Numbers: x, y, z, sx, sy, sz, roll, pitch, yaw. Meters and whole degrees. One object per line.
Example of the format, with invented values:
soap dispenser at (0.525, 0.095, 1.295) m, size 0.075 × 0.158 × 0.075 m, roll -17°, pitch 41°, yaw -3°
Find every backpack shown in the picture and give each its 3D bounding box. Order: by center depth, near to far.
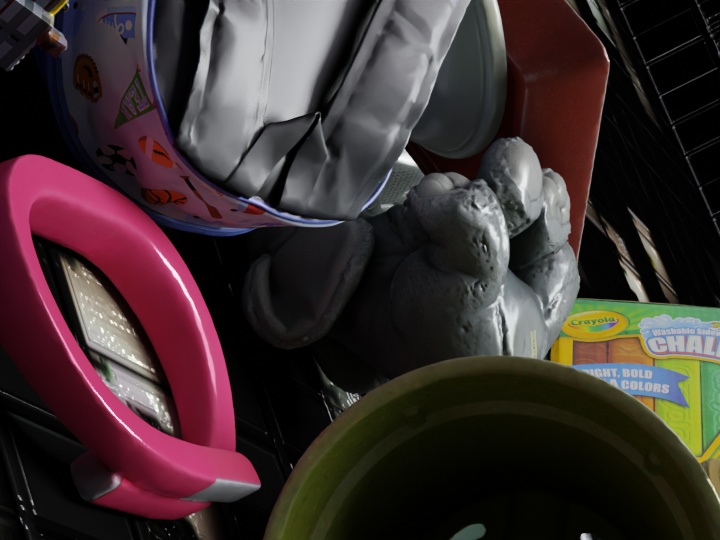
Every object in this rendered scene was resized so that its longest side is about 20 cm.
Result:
backpack at (-0.058, -0.112, 1.098) m, size 0.200 × 0.154 × 0.191 m, roll 22°, pitch 65°, yaw -37°

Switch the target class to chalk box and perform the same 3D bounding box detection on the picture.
chalk box at (0.173, 0.098, 1.507) m, size 0.200 × 0.125 × 0.124 m, roll -84°, pitch 175°, yaw -49°

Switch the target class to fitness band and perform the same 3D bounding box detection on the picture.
fitness band at (-0.099, 0.028, 0.995) m, size 0.144 × 0.037 × 0.200 m, roll 65°, pitch 12°, yaw 18°

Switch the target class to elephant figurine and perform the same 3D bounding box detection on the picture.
elephant figurine at (0.000, 0.000, 1.260) m, size 0.155 × 0.200 × 0.142 m, roll -55°, pitch 138°, yaw -46°

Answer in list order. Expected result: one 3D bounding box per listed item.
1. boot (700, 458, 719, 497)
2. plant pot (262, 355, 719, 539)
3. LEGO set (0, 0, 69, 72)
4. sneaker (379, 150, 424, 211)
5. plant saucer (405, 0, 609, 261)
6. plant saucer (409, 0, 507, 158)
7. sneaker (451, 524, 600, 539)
boot at (0.164, 0.191, 1.404) m, size 0.200 × 0.155 × 0.072 m, roll 61°, pitch 22°, yaw -44°
plant pot at (0.068, 0.152, 1.107) m, size 0.184 × 0.200 × 0.200 m, roll 56°, pitch 11°, yaw -75°
LEGO set at (-0.129, -0.177, 0.997) m, size 0.116 × 0.154 × 0.200 m, roll 37°, pitch 20°, yaw -26°
sneaker at (-0.011, -0.082, 1.446) m, size 0.200 × 0.070 × 0.080 m, roll 39°, pitch 24°, yaw -60°
plant saucer at (0.054, -0.105, 1.320) m, size 0.200 × 0.037 × 0.200 m, roll 54°, pitch -24°, yaw 32°
plant saucer at (0.003, -0.145, 1.279) m, size 0.200 × 0.050 × 0.200 m, roll 54°, pitch -23°, yaw 35°
sneaker at (0.104, 0.205, 1.243) m, size 0.200 × 0.118 × 0.074 m, roll 66°, pitch 12°, yaw 5°
